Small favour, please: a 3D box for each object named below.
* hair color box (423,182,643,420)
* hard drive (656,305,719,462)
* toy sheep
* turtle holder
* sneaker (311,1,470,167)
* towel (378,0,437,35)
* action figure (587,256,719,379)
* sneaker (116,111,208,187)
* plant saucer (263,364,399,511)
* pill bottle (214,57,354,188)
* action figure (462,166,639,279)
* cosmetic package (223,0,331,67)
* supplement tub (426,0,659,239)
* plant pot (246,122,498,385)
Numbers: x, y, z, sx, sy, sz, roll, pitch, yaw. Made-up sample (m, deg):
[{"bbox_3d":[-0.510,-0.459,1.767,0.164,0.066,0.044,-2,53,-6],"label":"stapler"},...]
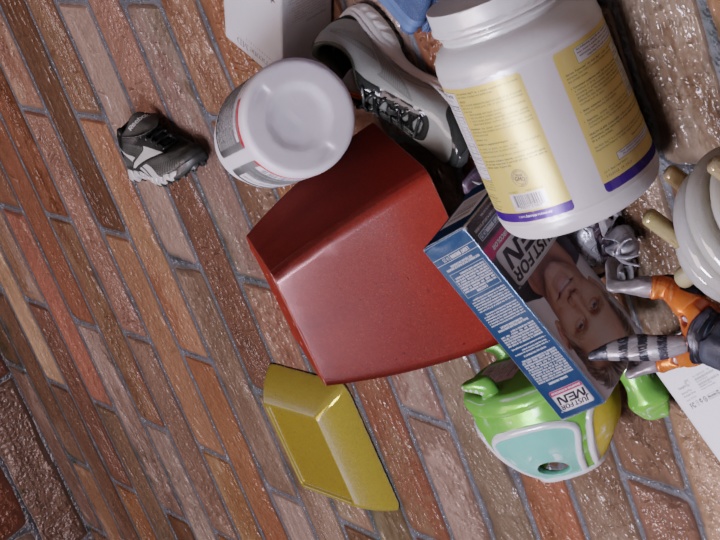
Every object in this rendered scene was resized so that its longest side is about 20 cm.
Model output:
[{"bbox_3d":[0.155,0.021,1.498,0.200,0.100,0.060,50,137,-11],"label":"hair color box"},{"bbox_3d":[0.345,0.133,1.506,0.201,0.027,0.132,55,153,6],"label":"hard drive"},{"bbox_3d":[0.294,-0.037,1.286,0.138,0.138,0.200,54,150,4],"label":"toy sheep"},{"bbox_3d":[0.199,0.122,1.648,0.141,0.184,0.132,-95,-20,-76],"label":"turtle holder"},{"bbox_3d":[0.031,-0.168,1.651,0.200,0.079,0.074,47,150,17],"label":"sneaker"},{"bbox_3d":[0.046,-0.307,1.502,0.112,0.048,0.200,51,155,21],"label":"towel"},{"bbox_3d":[0.296,0.082,1.407,0.192,0.104,0.201,11,120,37],"label":"action figure"},{"bbox_3d":[-0.263,-0.159,2.178,0.200,0.066,0.091,7,128,60],"label":"sneaker"},{"bbox_3d":[-0.053,0.232,2.276,0.199,0.048,0.201,9,127,57],"label":"plant saucer"},{"bbox_3d":[-0.082,-0.141,1.689,0.114,0.113,0.200,60,167,-7],"label":"pill bottle"},{"bbox_3d":[0.178,-0.037,1.557,0.199,0.069,0.131,22,133,45],"label":"action figure"},{"bbox_3d":[-0.085,-0.297,1.713,0.102,0.074,0.201,41,149,30],"label":"cosmetic package"},{"bbox_3d":[0.148,-0.143,1.400,0.145,0.145,0.201,4,123,58],"label":"supplement tub"},{"bbox_3d":[0.000,0.000,1.703,0.201,0.175,0.200,64,174,-24],"label":"plant pot"}]
